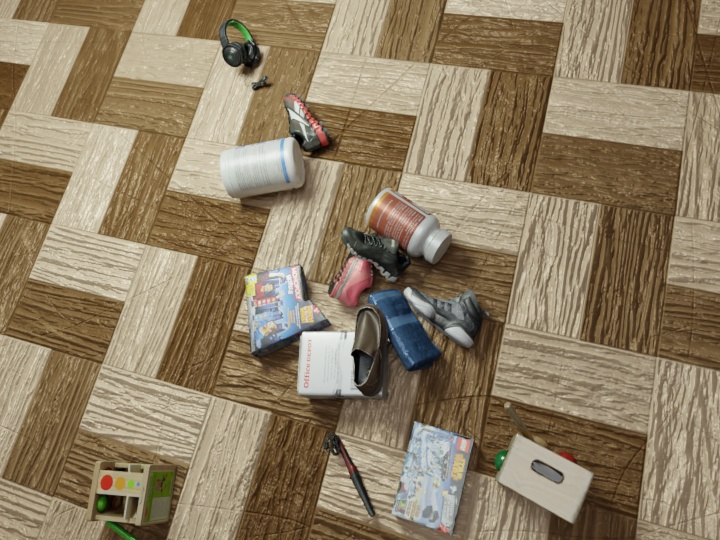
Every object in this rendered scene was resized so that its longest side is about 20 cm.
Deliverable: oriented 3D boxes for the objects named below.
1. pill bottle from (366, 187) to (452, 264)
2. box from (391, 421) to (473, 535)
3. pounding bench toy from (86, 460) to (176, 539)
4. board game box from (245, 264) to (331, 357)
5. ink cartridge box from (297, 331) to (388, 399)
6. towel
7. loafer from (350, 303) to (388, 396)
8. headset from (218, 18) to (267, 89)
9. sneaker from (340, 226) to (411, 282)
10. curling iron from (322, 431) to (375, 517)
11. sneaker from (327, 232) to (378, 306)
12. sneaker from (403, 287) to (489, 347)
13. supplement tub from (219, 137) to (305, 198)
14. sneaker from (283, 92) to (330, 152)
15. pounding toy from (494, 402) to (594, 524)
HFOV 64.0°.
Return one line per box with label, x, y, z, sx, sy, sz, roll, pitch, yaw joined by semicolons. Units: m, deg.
pill bottle;0.119;-0.104;1.397;0.199;0.112;0.113;36;82;20
box;0.158;0.447;1.249;0.135;0.040;0.203;13;75;17
pounding bench toy;-0.534;0.545;1.317;0.153;0.124;0.203;-1;72;12
board game box;-0.177;0.096;1.422;0.197;0.062;0.203;-11;70;7
ink cartridge box;-0.038;0.221;1.338;0.197;0.086;0.149;-2;72;12
towel;0.099;0.132;1.326;0.049;0.111;0.201;-45;64;33
loafer;0.017;0.168;1.255;0.072;0.071;0.203;-10;70;24
headset;-0.331;-0.627;1.660;0.093;0.123;0.203;-13;99;34
sneaker;0.044;-0.053;1.353;0.090;0.199;0.067;-34;34;31
curling iron;-0.024;0.457;1.289;0.049;0.026;0.201;-20;68;-35
sneaker;0.000;0.000;1.424;0.086;0.074;0.201;36;73;-12
sneaker;0.203;0.080;1.343;0.199;0.076;0.114;38;82;14
supplement tub;-0.255;-0.270;1.519;0.197;0.132;0.134;-8;71;8
sneaker;-0.168;-0.402;1.575;0.097;0.071;0.201;-35;70;-3
pounding toy;0.351;0.383;1.152;0.198;0.184;0.143;25;78;18
